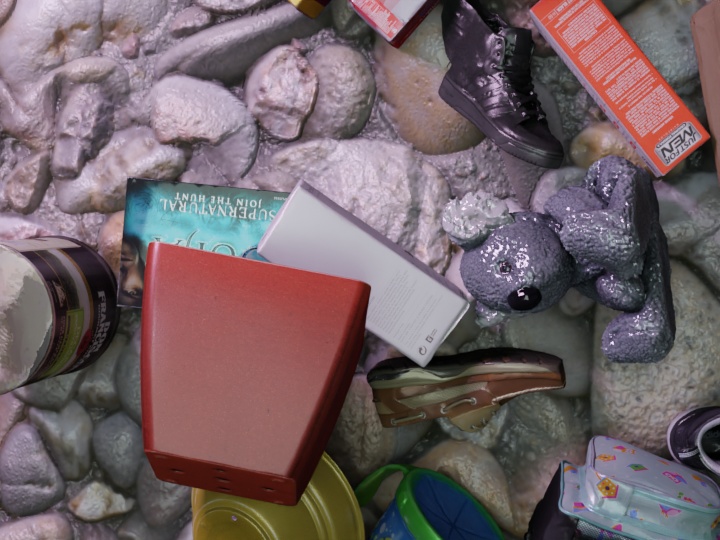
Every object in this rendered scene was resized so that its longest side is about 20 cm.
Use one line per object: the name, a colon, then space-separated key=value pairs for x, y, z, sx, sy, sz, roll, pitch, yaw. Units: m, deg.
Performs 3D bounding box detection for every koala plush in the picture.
koala plush: x=0.185 y=-0.013 z=1.447 sx=0.198 sy=0.185 sz=0.178 roll=-13 pitch=127 yaw=20

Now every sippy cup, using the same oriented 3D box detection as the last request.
sippy cup: x=0.058 y=0.288 z=1.494 sx=0.139 sy=0.178 sz=0.131 roll=32 pitch=110 yaw=-22

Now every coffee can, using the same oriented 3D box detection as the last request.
coffee can: x=-0.338 y=0.041 z=1.506 sx=0.145 sy=0.200 sz=0.148 roll=0 pitch=93 yaw=9

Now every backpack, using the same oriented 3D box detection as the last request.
backpack: x=0.270 y=0.256 z=1.431 sx=0.199 sy=0.176 sz=0.154 roll=28 pitch=100 yaw=3

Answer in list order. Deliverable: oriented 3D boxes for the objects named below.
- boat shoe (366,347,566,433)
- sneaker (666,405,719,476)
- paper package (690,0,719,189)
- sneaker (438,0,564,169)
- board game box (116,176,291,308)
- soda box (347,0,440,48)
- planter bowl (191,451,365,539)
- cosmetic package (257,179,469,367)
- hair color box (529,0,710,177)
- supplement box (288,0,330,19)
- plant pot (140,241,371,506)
boat shoe: x=0.106 y=0.121 z=1.508 sx=0.198 sy=0.076 sz=0.075 roll=-5 pitch=97 yaw=17
sneaker: x=0.392 y=0.156 z=1.437 sx=0.198 sy=0.114 sz=0.076 roll=-12 pitch=91 yaw=9
paper package: x=0.421 y=-0.173 z=1.390 sx=0.198 sy=0.103 sz=0.193 roll=-11 pitch=91 yaw=-14
sneaker: x=0.139 y=-0.188 z=1.462 sx=0.200 sy=0.060 sz=0.105 roll=42 pitch=117 yaw=38
board game box: x=-0.148 y=-0.020 z=1.560 sx=0.198 sy=0.028 sz=0.137 roll=5 pitch=92 yaw=9
soda box: x=0.076 y=-0.315 z=1.490 sx=0.063 sy=0.070 sz=0.200 roll=43 pitch=97 yaw=4
planter bowl: x=-0.101 y=0.252 z=1.466 sx=0.199 sy=0.083 sz=0.203 roll=13 pitch=117 yaw=27
cosmetic package: x=0.000 y=0.000 z=1.478 sx=0.199 sy=0.113 sz=0.081 roll=36 pitch=95 yaw=-7
hair color box: x=0.247 y=-0.185 z=1.453 sx=0.061 sy=0.101 sz=0.201 roll=-38 pitch=87 yaw=8
supplement box: x=-0.034 y=-0.369 z=1.489 sx=0.131 sy=0.103 sz=0.200 roll=44 pitch=99 yaw=4
plant pot: x=-0.106 y=0.105 z=1.369 sx=0.197 sy=0.200 sz=0.178 roll=11 pitch=72 yaw=1
